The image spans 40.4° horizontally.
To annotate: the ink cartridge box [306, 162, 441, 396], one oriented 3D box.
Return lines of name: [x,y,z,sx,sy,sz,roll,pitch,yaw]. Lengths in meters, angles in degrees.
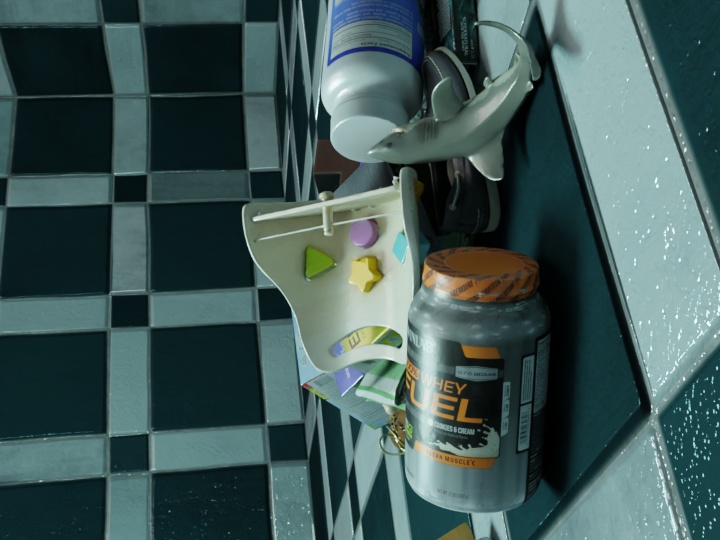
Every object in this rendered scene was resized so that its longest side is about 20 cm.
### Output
ink cartridge box: [0.000,0.000,1.070,0.200,0.047,0.199,-42,51,29]

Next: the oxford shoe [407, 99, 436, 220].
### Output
oxford shoe: [0.066,-0.127,1.110,0.201,0.083,0.073,101,166,-50]

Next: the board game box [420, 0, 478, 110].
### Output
board game box: [0.089,-0.269,1.096,0.200,0.028,0.137,157,110,-80]

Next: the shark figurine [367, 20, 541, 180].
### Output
shark figurine: [0.114,-0.129,0.850,0.214,0.127,0.091,-36,62,52]

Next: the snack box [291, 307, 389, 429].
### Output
snack box: [-0.017,0.118,1.429,0.200,0.067,0.170,38,-147,-46]

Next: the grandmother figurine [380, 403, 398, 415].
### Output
grandmother figurine: [0.063,0.115,1.115,0.061,0.121,0.200,61,155,-4]

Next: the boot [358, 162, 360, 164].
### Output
boot: [0.036,-0.057,1.382,0.187,0.063,0.203,75,-169,-66]

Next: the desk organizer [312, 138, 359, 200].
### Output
desk organizer: [-0.032,-0.100,1.456,0.072,0.076,0.202,76,-164,-55]

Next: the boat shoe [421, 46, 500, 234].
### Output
boat shoe: [0.085,-0.131,0.976,0.073,0.062,0.203,120,139,-69]

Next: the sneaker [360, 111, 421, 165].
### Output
sneaker: [0.032,-0.207,1.294,0.100,0.069,0.202,53,139,46]

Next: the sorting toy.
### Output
sorting toy: [-0.005,0.008,0.977,0.106,0.198,0.183,1,-98,-56]

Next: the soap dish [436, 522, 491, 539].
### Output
soap dish: [0.106,0.386,0.988,0.158,0.080,0.203,-114,22,-67]

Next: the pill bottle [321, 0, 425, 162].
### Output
pill bottle: [0.015,-0.222,1.055,0.112,0.110,0.203,104,170,-62]

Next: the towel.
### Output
towel: [0.058,0.053,1.081,0.202,0.023,0.152,-68,14,-10]

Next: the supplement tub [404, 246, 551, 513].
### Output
supplement tub: [0.098,0.089,0.829,0.123,0.121,0.203,-120,29,-72]

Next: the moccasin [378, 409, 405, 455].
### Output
moccasin: [0.066,0.190,1.165,0.078,0.073,0.201,-60,11,1]
